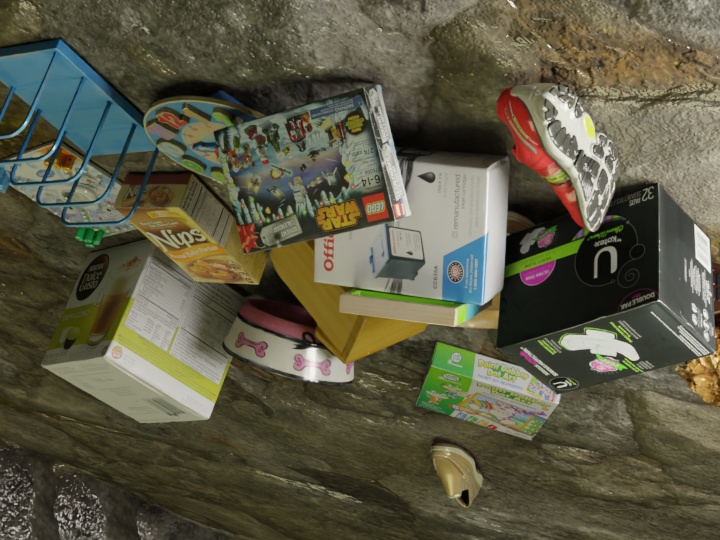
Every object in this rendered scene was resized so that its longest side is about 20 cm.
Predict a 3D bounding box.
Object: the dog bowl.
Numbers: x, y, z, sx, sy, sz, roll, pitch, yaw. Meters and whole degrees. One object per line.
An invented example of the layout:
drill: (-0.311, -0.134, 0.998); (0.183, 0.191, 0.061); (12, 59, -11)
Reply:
dog bowl: (-0.095, 0.099, 1.821); (0.197, 0.075, 0.200); (15, -173, -2)

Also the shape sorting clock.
shape sorting clock: (-0.155, -0.143, 1.463); (0.197, 0.040, 0.201); (15, 156, 7)

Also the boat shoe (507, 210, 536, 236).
boat shoe: (0.126, -0.020, 1.495); (0.073, 0.070, 0.199); (31, 153, -29)

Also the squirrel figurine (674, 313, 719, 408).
squirrel figurine: (0.457, 0.112, 1.401); (0.198, 0.189, 0.141); (-4, 150, 40)

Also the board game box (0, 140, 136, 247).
board game box: (-0.391, -0.098, 1.744); (0.198, 0.026, 0.199); (-9, 145, 46)

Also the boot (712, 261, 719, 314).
boot: (0.358, 0.027, 1.467); (0.197, 0.076, 0.096); (-4, 170, 34)

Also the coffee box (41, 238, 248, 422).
coffee box: (-0.317, 0.093, 1.891); (0.199, 0.200, 0.198); (36, 152, -33)

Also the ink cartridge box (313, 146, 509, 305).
ink cartridge box: (0.054, -0.053, 1.363); (0.197, 0.149, 0.086); (7, -165, 21)

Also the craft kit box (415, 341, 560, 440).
craft kit box: (0.192, 0.187, 1.938); (0.197, 0.049, 0.198); (16, 154, 3)

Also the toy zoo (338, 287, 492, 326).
toy zoo: (0.069, 0.031, 1.402); (0.129, 0.021, 0.200); (7, -172, 18)

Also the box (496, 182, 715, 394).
box: (0.261, 0.024, 1.357); (0.198, 0.151, 0.124); (-20, 138, 36)

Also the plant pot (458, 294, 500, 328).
plant pot: (0.173, 0.037, 1.581); (0.196, 0.028, 0.200); (-2, 164, 0)

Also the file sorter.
file sorter: (-0.350, -0.152, 1.477); (0.137, 0.124, 0.200); (0, 152, 35)

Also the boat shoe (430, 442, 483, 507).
boat shoe: (0.176, 0.381, 2.328); (0.071, 0.077, 0.200); (3, 152, 30)

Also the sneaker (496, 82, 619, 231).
sneaker: (0.194, -0.117, 1.254); (0.084, 0.078, 0.201); (13, 152, 39)

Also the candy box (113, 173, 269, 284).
candy box: (-0.221, -0.053, 1.684); (0.114, 0.056, 0.200); (2, 152, 32)

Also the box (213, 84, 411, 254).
box: (-0.053, -0.103, 1.331); (0.197, 0.139, 0.040); (-12, -174, 32)

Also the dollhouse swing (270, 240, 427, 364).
dollhouse swing: (0.000, 0.000, 1.674); (0.179, 0.178, 0.200); (-21, 163, -16)
